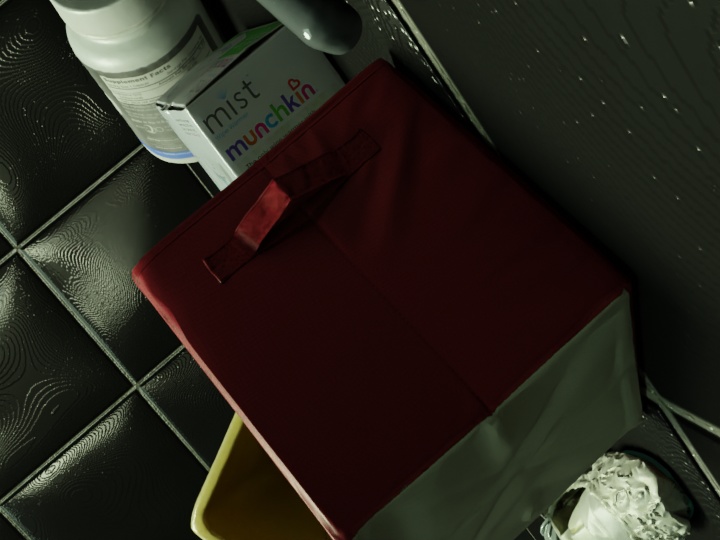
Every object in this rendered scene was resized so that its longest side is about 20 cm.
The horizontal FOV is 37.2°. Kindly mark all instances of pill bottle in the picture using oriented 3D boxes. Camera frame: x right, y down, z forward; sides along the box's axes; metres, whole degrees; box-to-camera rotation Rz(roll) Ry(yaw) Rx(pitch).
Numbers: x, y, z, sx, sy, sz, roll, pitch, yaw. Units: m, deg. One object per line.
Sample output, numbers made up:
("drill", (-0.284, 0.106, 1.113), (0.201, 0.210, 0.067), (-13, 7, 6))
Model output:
("pill bottle", (-0.171, -0.187, 0.880), (0.114, 0.113, 0.201), (47, 172, 29))

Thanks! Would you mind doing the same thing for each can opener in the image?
("can opener", (-0.050, -0.166, 0.493), (0.066, 0.053, 0.200), (7, -149, -44))

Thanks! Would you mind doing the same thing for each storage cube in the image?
("storage cube", (0.021, 0.041, 0.551), (0.180, 0.170, 0.201), (46, 172, 30))

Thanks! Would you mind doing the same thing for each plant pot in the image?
("plant pot", (0.020, 0.140, 0.851), (0.194, 0.196, 0.200), (29, -162, 13))

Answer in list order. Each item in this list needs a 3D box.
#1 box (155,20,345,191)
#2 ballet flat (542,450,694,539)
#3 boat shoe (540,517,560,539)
("box", (-0.050, -0.073, 0.748), (0.177, 0.096, 0.200), (53, 174, -16))
("ballet flat", (0.165, 0.164, 0.716), (0.072, 0.072, 0.200), (49, 173, 7))
("boat shoe", (0.192, 0.246, 0.958), (0.071, 0.070, 0.201), (44, 174, 25))
